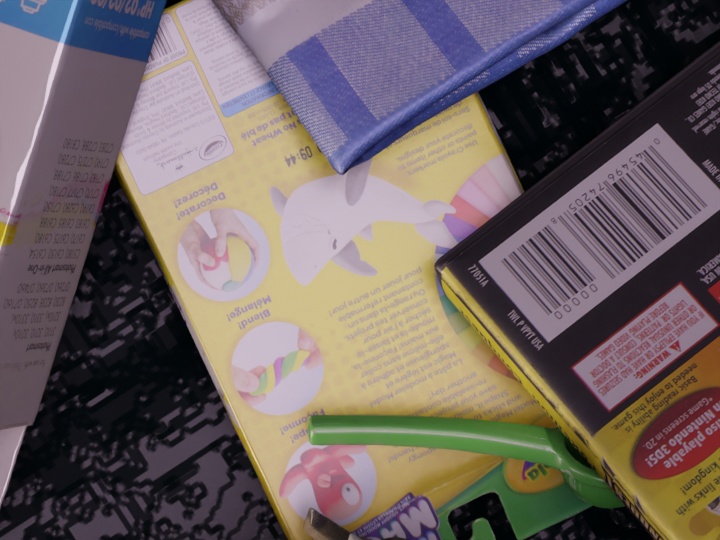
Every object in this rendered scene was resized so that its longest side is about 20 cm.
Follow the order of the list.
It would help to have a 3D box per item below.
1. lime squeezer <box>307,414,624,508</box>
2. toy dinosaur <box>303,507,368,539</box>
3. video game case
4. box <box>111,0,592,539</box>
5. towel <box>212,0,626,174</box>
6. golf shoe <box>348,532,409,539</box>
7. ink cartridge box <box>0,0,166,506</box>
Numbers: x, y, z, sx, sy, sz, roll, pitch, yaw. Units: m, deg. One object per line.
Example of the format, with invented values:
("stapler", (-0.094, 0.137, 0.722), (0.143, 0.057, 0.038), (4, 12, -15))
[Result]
("lime squeezer", (0.081, 0.074, 0.764), (0.200, 0.038, 0.071), (33, 130, -22))
("toy dinosaur", (0.067, 0.134, 0.768), (0.199, 0.047, 0.088), (18, 117, -4))
("video game case", (0.154, 0.005, 0.728), (0.200, 0.026, 0.181), (-37, 66, -7))
("box", (0.000, 0.000, 0.784), (0.117, 0.048, 0.200), (-25, 89, -5))
("towel", (0.000, -0.145, 0.764), (0.147, 0.024, 0.200), (-31, 73, -6))
("golf shoe", (-0.037, 0.162, 0.674), (0.200, 0.077, 0.088), (-40, 80, -17))
("ink cartridge box", (-0.143, -0.024, 0.737), (0.115, 0.068, 0.201), (19, 96, 15))
